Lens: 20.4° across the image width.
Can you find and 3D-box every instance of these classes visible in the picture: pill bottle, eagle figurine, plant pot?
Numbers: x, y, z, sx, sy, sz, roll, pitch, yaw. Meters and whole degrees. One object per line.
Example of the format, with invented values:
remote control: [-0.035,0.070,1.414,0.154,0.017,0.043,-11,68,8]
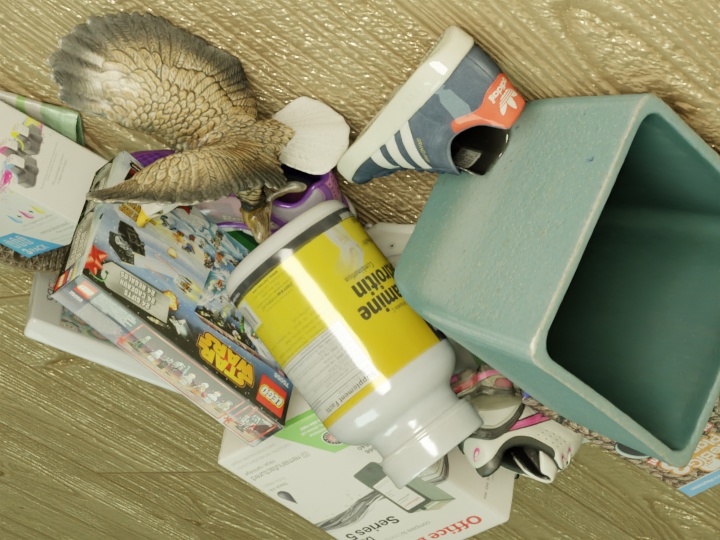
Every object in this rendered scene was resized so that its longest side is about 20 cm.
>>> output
pill bottle: [-0.001,0.056,1.472,0.200,0.112,0.112,53,157,5]
eagle figurine: [-0.117,-0.087,1.430,0.151,0.152,0.200,16,169,30]
plant pot: [0.143,-0.004,1.416,0.199,0.197,0.196,13,163,48]

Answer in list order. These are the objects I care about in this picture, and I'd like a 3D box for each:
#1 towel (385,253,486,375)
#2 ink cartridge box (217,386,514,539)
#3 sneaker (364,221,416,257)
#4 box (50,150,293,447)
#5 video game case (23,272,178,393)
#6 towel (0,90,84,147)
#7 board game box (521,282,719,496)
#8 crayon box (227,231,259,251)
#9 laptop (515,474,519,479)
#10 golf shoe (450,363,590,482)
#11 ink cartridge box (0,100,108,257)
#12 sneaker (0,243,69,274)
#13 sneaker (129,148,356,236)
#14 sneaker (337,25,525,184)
towel: [0.002,0.045,1.607,0.199,0.031,0.150,-9,131,18]
ink cartridge box: [0.009,0.147,1.625,0.200,0.084,0.145,36,135,-28]
sneaker: [0.000,0.000,1.629,0.199,0.071,0.073,-1,134,10]
box: [-0.128,0.022,1.494,0.200,0.137,0.040,40,127,-24]
video game case: [-0.208,0.048,1.852,0.199,0.024,0.182,22,-160,-14]
towel: [-0.327,-0.120,1.677,0.199,0.024,0.153,15,158,2]
board game box: [0.250,0.074,1.578,0.199,0.097,0.159,29,136,-30]
crayon box: [-0.097,-0.007,1.752,0.199,0.051,0.127,2,155,34]
laptop: [0.035,0.098,1.833,0.186,0.201,0.116,2,-171,33]
golf shoe: [0.142,0.131,1.611,0.199,0.093,0.072,6,151,-44]
ink cartridge box: [-0.313,-0.089,1.623,0.200,0.068,0.115,30,152,-31]
sneaker: [-0.276,-0.030,1.784,0.199,0.071,0.076,23,-179,-19]
sneaker: [-0.101,-0.070,1.577,0.199,0.081,0.089,9,151,5]
sneaker: [0.050,-0.090,1.388,0.084,0.075,0.200,39,156,-4]
